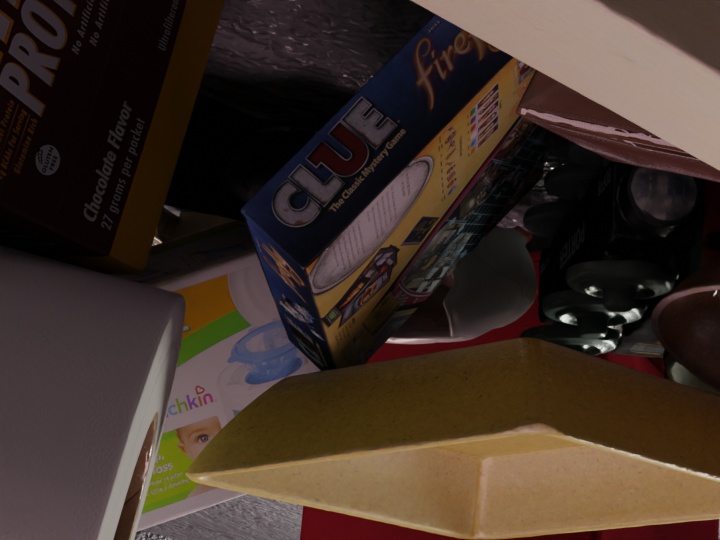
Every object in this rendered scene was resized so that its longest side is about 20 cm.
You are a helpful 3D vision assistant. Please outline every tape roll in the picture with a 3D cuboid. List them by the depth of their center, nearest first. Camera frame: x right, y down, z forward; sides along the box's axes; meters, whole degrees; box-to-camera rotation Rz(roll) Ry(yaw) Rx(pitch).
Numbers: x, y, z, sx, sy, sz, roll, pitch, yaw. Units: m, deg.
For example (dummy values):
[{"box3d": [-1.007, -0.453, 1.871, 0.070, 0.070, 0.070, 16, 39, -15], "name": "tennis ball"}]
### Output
[{"box3d": [-0.159, 0.088, 0.859, 0.139, 0.203, 0.203, 16, 166, 0], "name": "tape roll"}]

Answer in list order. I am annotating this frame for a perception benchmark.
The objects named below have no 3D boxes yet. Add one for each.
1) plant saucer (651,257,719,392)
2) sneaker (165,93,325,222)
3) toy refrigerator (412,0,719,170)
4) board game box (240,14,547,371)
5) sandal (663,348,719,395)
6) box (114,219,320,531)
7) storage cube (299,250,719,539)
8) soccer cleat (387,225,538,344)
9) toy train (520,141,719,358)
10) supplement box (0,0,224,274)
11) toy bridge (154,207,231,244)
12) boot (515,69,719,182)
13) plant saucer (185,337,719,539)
[{"box3d": [0.214, 0.035, 0.864, 0.200, 0.035, 0.200, 20, 165, 6], "name": "plant saucer"}, {"box3d": [-0.048, -0.049, 1.027, 0.199, 0.060, 0.104, 12, -179, -12], "name": "sneaker"}, {"box3d": [0.085, -0.097, 0.683, 0.200, 0.076, 0.070, 24, 164, -32], "name": "toy refrigerator"}, {"box3d": [0.020, -0.032, 0.887, 0.035, 0.136, 0.200, 42, 171, 13], "name": "board game box"}, {"box3d": [0.196, 0.100, 1.003, 0.080, 0.057, 0.201, -7, 130, 31], "name": "sandal"}, {"box3d": [-0.123, 0.060, 1.041, 0.199, 0.113, 0.101, -19, -168, -11], "name": "box"}, {"box3d": [0.084, 0.106, 1.195, 0.199, 0.180, 0.171, -7, 156, 28], "name": "storage cube"}, {"box3d": [0.000, 0.000, 1.115, 0.200, 0.070, 0.077, 5, -156, 44], "name": "soccer cleat"}, {"box3d": [0.137, -0.008, 0.978, 0.113, 0.086, 0.200, 3, 164, -6], "name": "toy train"}, {"box3d": [-0.200, -0.096, 0.880, 0.197, 0.133, 0.200, 2, 161, 46], "name": "supplement box"}, {"box3d": [-0.086, -0.019, 1.277, 0.067, 0.027, 0.200, 3, 161, 47], "name": "toy bridge"}, {"box3d": [0.162, -0.039, 0.845, 0.199, 0.064, 0.187, 10, 152, 12], "name": "boot"}, {"box3d": [0.061, 0.073, 0.943, 0.200, 0.049, 0.200, -12, 159, 41], "name": "plant saucer"}]
